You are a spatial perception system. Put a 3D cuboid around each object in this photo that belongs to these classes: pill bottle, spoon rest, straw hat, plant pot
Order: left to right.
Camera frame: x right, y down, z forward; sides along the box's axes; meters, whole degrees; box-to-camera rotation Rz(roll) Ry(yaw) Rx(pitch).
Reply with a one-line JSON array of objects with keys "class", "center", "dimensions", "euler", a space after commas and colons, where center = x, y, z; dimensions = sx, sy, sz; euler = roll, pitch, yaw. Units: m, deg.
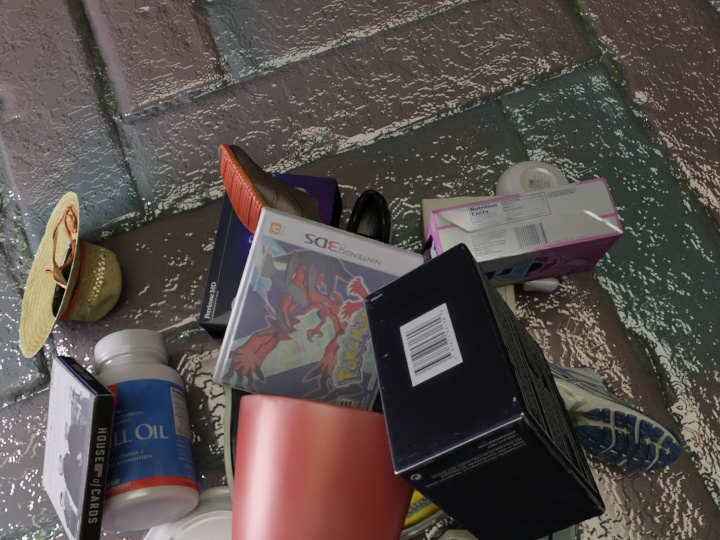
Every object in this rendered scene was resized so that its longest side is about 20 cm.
[{"class": "straw hat", "center": [-0.338, 0.013, 0.855], "dimensions": [0.085, 0.200, 0.203], "euler": [17, 66, -37]}, {"class": "pill bottle", "center": [-0.247, 0.172, 0.780], "dimensions": [0.111, 0.113, 0.201], "euler": [-17, 59, -3]}, {"class": "plant pot", "center": [-0.039, 0.231, 0.691], "dimensions": [0.199, 0.201, 0.179], "euler": [8, 72, 5]}, {"class": "spoon rest", "center": [0.218, -0.056, 0.881], "dimensions": [0.098, 0.061, 0.201], "euler": [6, 58, 3]}]

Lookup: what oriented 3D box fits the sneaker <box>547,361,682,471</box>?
[{"class": "sneaker", "center": [0.262, 0.147, 0.785], "dimensions": [0.199, 0.077, 0.085], "euler": [25, 40, 14]}]

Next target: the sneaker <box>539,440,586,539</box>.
[{"class": "sneaker", "center": [0.200, 0.265, 0.760], "dimensions": [0.072, 0.071, 0.201], "euler": [15, 51, 9]}]

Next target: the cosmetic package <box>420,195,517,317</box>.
[{"class": "cosmetic package", "center": [0.128, 0.016, 0.844], "dimensions": [0.104, 0.071, 0.202], "euler": [-1, 71, 1]}]

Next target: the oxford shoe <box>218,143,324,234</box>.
[{"class": "oxford shoe", "center": [-0.094, -0.073, 0.816], "dimensions": [0.072, 0.071, 0.200], "euler": [-31, 78, -27]}]

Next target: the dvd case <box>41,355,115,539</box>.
[{"class": "dvd case", "center": [-0.300, 0.182, 0.736], "dimensions": [0.025, 0.199, 0.152], "euler": [5, 92, -33]}]

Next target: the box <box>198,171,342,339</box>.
[{"class": "box", "center": [-0.106, -0.014, 0.864], "dimensions": [0.140, 0.079, 0.202], "euler": [5, 71, 7]}]

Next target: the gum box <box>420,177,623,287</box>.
[{"class": "gum box", "center": [0.163, -0.029, 0.760], "dimensions": [0.198, 0.114, 0.067], "euler": [-11, 71, -3]}]

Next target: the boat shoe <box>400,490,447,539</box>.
[{"class": "boat shoe", "center": [0.102, 0.222, 0.767], "dimensions": [0.201, 0.086, 0.075], "euler": [-32, 73, -8]}]

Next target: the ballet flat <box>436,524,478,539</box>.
[{"class": "ballet flat", "center": [0.124, 0.271, 0.718], "dimensions": [0.063, 0.068, 0.200], "euler": [29, 109, -22]}]

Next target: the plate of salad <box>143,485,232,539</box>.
[{"class": "plate of salad", "center": [-0.150, 0.336, 0.756], "dimensions": [0.198, 0.048, 0.202], "euler": [-2, 60, 4]}]

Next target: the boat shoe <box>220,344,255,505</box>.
[{"class": "boat shoe", "center": [-0.124, 0.172, 0.793], "dimensions": [0.060, 0.076, 0.202], "euler": [-6, 65, -7]}]

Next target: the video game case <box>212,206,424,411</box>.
[{"class": "video game case", "center": [-0.047, 0.052, 0.762], "dimensions": [0.181, 0.023, 0.201], "euler": [16, 103, -10]}]

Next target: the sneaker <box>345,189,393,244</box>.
[{"class": "sneaker", "center": [0.000, 0.000, 0.847], "dimensions": [0.075, 0.088, 0.202], "euler": [2, 72, 3]}]

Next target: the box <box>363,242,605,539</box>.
[{"class": "box", "center": [0.111, 0.123, 0.657], "dimensions": [0.123, 0.198, 0.201], "euler": [-29, 40, 18]}]
